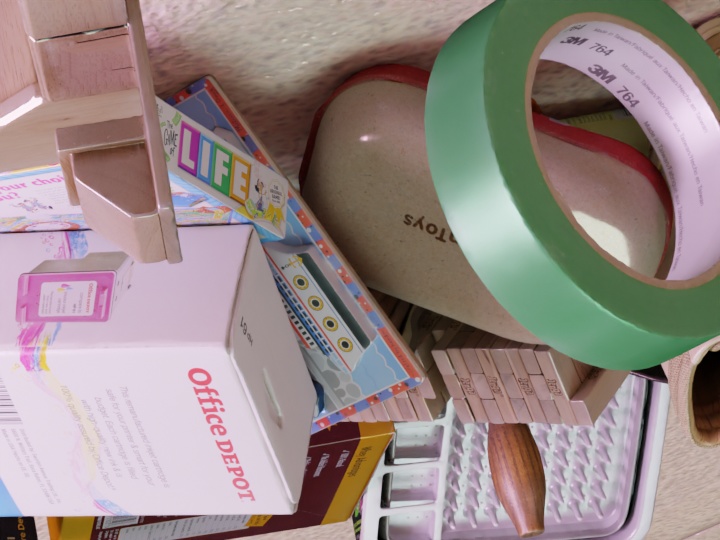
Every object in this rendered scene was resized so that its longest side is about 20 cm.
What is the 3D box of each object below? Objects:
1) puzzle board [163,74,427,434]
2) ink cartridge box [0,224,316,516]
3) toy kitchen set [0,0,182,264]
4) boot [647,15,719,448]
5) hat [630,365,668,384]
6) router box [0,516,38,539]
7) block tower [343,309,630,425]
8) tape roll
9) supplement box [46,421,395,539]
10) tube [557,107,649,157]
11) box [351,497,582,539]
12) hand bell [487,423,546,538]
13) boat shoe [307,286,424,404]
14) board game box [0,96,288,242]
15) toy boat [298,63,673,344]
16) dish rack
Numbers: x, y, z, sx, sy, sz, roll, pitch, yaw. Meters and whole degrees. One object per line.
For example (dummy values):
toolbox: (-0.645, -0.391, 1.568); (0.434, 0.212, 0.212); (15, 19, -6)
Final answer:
puzzle board: (-0.077, 0.007, 1.534); (0.150, 0.200, 0.017); (-26, -164, 37)
ink cartridge box: (-0.135, 0.055, 1.487); (0.199, 0.085, 0.145); (-1, 140, 16)
toy kitchen set: (-0.177, -0.071, 1.239); (0.180, 0.164, 0.200); (-11, 161, -4)
boot: (0.197, -0.021, 1.553); (0.072, 0.156, 0.201); (7, 125, -18)
hat: (0.217, 0.005, 1.818); (0.200, 0.201, 0.081); (-6, 120, -18)
router box: (-0.275, 0.123, 1.695); (0.157, 0.201, 0.052); (4, 156, -41)
block tower: (0.052, 0.050, 1.633); (0.199, 0.058, 0.054); (0, -144, 37)
tape roll: (0.123, -0.051, 1.431); (0.200, 0.201, 0.048); (4, 156, -41)
supplement box: (-0.100, 0.084, 1.798); (0.199, 0.133, 0.197); (-8, 161, -12)
tube: (0.098, -0.060, 1.638); (0.199, 0.052, 0.058); (-8, 127, -5)
box: (0.074, 0.147, 1.977); (0.148, 0.201, 0.124); (-8, 169, -15)
hand bell: (0.081, 0.066, 1.754); (0.104, 0.201, 0.104); (-10, 162, -3)
boat shoe: (0.000, 0.000, 1.627); (0.072, 0.068, 0.200); (-25, -157, 12)
board game box: (-0.156, -0.040, 1.461); (0.199, 0.034, 0.134); (-7, 159, 29)
toy boat: (0.073, -0.050, 1.547); (0.199, 0.131, 0.131); (21, 129, 5)
dish rack: (0.097, 0.114, 1.865); (0.199, 0.044, 0.172); (-2, 120, -12)
